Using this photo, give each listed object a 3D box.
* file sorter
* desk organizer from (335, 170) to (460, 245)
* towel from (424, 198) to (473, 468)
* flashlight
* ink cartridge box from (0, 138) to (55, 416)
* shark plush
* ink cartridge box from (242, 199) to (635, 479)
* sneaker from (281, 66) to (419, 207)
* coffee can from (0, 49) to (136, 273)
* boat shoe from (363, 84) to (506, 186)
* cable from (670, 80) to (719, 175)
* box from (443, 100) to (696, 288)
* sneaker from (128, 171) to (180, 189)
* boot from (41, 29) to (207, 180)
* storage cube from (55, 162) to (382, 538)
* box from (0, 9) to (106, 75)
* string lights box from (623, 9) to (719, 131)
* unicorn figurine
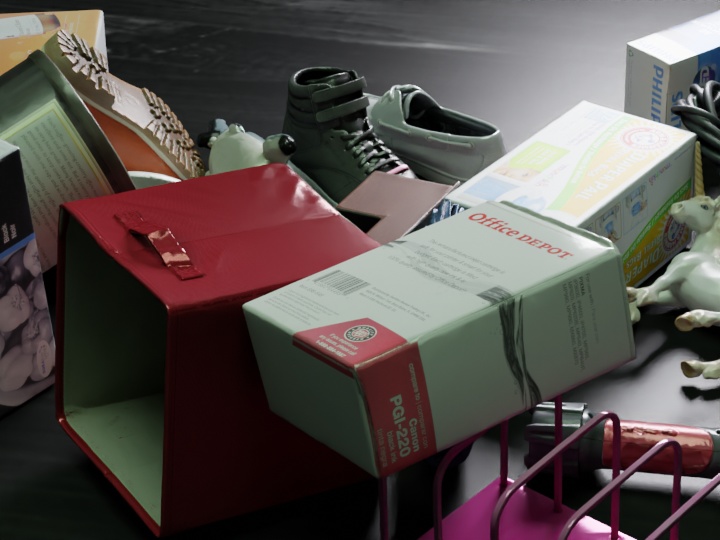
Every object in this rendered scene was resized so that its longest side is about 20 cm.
[{"bbox_3d":[0.124,0.159,1.359,0.200,0.126,0.139,23,40,35],"label":"file sorter"},{"bbox_3d":[0.000,0.000,1.678,0.077,0.072,0.200,13,34,27],"label":"desk organizer"},{"bbox_3d":[0.060,0.044,1.561,0.048,0.112,0.200,5,32,-1],"label":"towel"},{"bbox_3d":[0.212,0.120,1.473,0.199,0.068,0.068,5,35,9],"label":"flashlight"},{"bbox_3d":[-0.305,0.033,1.520,0.043,0.199,0.200,19,38,36],"label":"ink cartridge box"},{"bbox_3d":[-0.091,-0.073,1.822,0.083,0.091,0.200,29,-2,-36],"label":"shark plush"},{"bbox_3d":[0.050,0.037,1.368,0.200,0.085,0.146,-25,26,-24],"label":"ink cartridge box"},{"bbox_3d":[-0.004,-0.107,1.823,0.071,0.099,0.200,-21,38,-31],"label":"sneaker"},{"bbox_3d":[-0.287,-0.053,1.649,0.200,0.147,0.146,-34,39,-9],"label":"coffee can"},{"bbox_3d":[0.047,-0.124,1.878,0.072,0.069,0.200,-24,38,-31],"label":"boat shoe"},{"bbox_3d":[0.335,-0.084,1.763,0.200,0.051,0.163,22,40,-19],"label":"cable"},{"bbox_3d":[0.166,-0.039,1.700,0.112,0.102,0.200,20,38,32],"label":"box"},{"bbox_3d":[-0.231,-0.049,1.779,0.199,0.075,0.089,-7,19,-7],"label":"sneaker"},{"bbox_3d":[-0.214,-0.105,1.811,0.107,0.200,0.075,-41,33,17],"label":"boot"},{"bbox_3d":[-0.093,0.050,1.489,0.179,0.200,0.171,-13,32,-29],"label":"storage cube"},{"bbox_3d":[-0.324,-0.146,1.900,0.199,0.107,0.152,-3,32,-2],"label":"box"},{"bbox_3d":[0.325,-0.172,1.906,0.200,0.103,0.059,-21,37,-29],"label":"string lights box"},{"bbox_3d":[0.262,0.012,1.653,0.137,0.074,0.200,-23,55,-28],"label":"unicorn figurine"}]
